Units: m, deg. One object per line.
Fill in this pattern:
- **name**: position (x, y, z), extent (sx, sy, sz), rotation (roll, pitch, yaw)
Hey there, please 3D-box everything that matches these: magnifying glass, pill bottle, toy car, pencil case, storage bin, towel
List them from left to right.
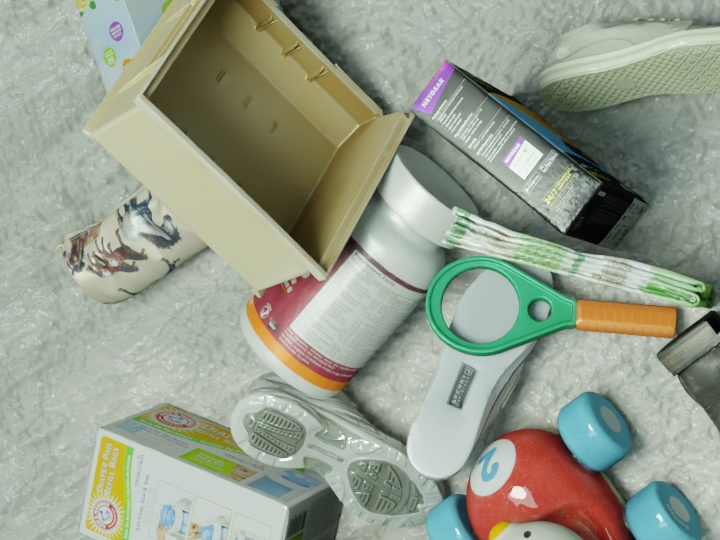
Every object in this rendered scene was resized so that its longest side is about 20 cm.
- **pencil case**: position (-0.177, -0.046, 1.610), extent (0.199, 0.078, 0.090), rotation (-34, 103, 25)
- **storage bin**: position (-0.080, -0.120, 1.437), extent (0.200, 0.199, 0.093), rotation (43, 144, -20)
- **pill bottle**: position (0.000, 0.000, 1.512), extent (0.110, 0.109, 0.200), rotation (45, 108, 14)
- **toy car**: position (0.136, 0.220, 1.425), extent (0.184, 0.200, 0.177), rotation (-40, 82, 24)
- **magnifying glass**: position (0.151, 0.033, 1.461), extent (0.198, 0.022, 0.080), rotation (4, 75, 7)
- **towel**: position (0.170, -0.009, 1.400), extent (0.199, 0.149, 0.031), rotation (15, 93, 14)

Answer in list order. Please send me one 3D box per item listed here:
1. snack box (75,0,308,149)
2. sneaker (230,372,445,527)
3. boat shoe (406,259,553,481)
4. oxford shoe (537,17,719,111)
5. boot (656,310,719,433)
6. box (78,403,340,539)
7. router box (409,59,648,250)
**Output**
- **snack box**: position (-0.139, -0.194, 1.520), extent (0.067, 0.168, 0.201), rotation (-20, 89, 46)
- **sneaker**: position (-0.011, 0.140, 1.557), extent (0.199, 0.100, 0.078), rotation (32, 116, -9)
- **boat shoe**: position (0.098, 0.081, 1.499), extent (0.070, 0.070, 0.201), rotation (23, 82, 9)
- **oxford shoe**: position (0.231, -0.169, 1.409), extent (0.199, 0.075, 0.058), rotation (-7, 58, 25)
- **boot**: position (0.339, 0.089, 1.396), extent (0.200, 0.069, 0.175), rotation (-37, 86, 29)
- **box**: position (-0.130, 0.204, 1.602), extent (0.199, 0.112, 0.102), rotation (19, 106, 23)
- **router box**: position (0.132, -0.084, 1.387), extent (0.149, 0.200, 0.051), rotation (40, 99, 15)
